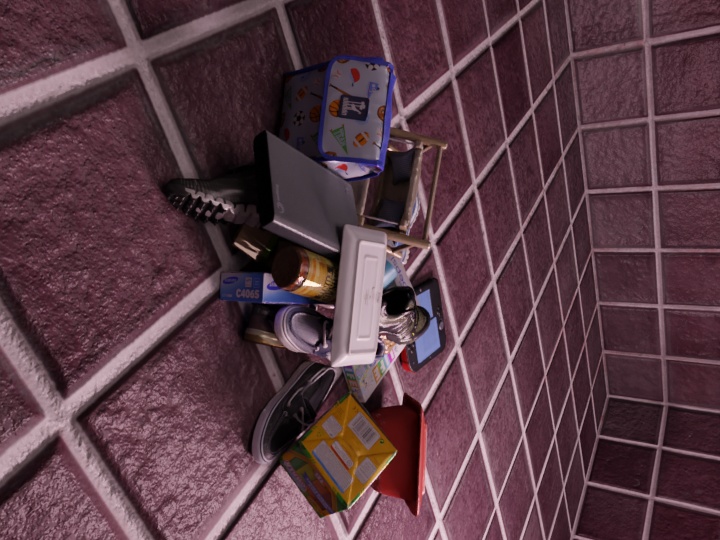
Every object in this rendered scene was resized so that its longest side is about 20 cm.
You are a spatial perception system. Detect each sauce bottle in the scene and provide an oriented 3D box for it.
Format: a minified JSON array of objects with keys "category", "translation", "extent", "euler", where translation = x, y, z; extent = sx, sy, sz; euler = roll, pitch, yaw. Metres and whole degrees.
[{"category":"sauce bottle","translation":[-0.050,0.015,0.879],"extent":[0.198,0.064,0.069],"euler":[18,77,-54]}]

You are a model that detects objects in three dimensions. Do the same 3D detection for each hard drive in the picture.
[{"category":"hard drive","translation":[-0.073,-0.097,0.846],"extent":[0.198,0.032,0.144],"euler":[24,51,-50]}]

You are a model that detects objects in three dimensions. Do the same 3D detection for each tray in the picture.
[{"category":"tray","translation":[0.004,0.040,0.875],"extent":[0.106,0.022,0.209],"euler":[5,90,-53]}]

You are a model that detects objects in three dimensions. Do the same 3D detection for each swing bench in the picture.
[{"category":"swing bench","translation":[0.031,-0.153,1.041],"extent":[0.194,0.129,0.207],"euler":[17,75,-22]}]

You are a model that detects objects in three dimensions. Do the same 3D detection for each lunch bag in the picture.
[{"category":"lunch bag","translation":[-0.037,-0.238,0.935],"extent":[0.122,0.194,0.177],"euler":[17,78,-54]}]

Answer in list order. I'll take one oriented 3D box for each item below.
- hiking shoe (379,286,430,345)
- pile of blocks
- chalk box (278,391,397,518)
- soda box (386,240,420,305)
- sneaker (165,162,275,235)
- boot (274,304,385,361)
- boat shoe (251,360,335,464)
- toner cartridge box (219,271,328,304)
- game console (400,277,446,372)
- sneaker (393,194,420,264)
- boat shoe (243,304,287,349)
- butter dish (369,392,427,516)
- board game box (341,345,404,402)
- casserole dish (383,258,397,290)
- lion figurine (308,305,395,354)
[{"category":"hiking shoe","translation":[0.075,0.076,1.030],"extent":[0.196,0.100,0.078],"euler":[6,54,-46]},{"category":"pile of blocks","translation":[-0.110,-0.036,0.917],"extent":[0.193,0.062,0.086],"euler":[9,85,-25]},{"category":"chalk box","translation":[-0.048,0.310,0.959],"extent":[0.125,0.201,0.123],"euler":[47,57,8]},{"category":"soda box","translation":[0.058,0.033,1.152],"extent":[0.206,0.067,0.063],"euler":[66,29,-9]},{"category":"sneaker","translation":[-0.176,-0.112,0.823],"extent":[0.194,0.066,0.094],"euler":[10,68,-30]},{"category":"boot","translation":[-0.043,0.100,0.917],"extent":[0.198,0.088,0.076],"euler":[28,61,-51]},{"category":"boat shoe","translation":[-0.104,0.234,0.967],"extent":[0.201,0.066,0.074],"euler":[-51,131,-42]},{"category":"toner cartridge box","translation":[-0.117,0.029,0.917],"extent":[0.197,0.092,0.045],"euler":[6,85,-57]},{"category":"game console","translation":[0.147,0.127,1.374],"extent":[0.198,0.030,0.184],"euler":[-22,109,-55]},{"category":"sneaker","translation":[0.070,-0.109,1.208],"extent":[0.088,0.076,0.208],"euler":[20,75,-57]},{"category":"boat shoe","translation":[-0.105,0.096,0.956],"extent":[0.198,0.071,0.067],"euler":[17,82,-55]},{"category":"butter dish","translation":[0.047,0.352,1.145],"extent":[0.199,0.142,0.209],"euler":[144,-51,-83]},{"category":"board game box","translation":[0.027,0.147,1.191],"extent":[0.200,0.033,0.138],"euler":[-47,129,-45]},{"category":"casserole dish","translation":[0.000,0.000,1.032],"extent":[0.039,0.120,0.200],"euler":[-53,177,-16]},{"category":"lion figurine","translation":[-0.008,0.081,1.073],"extent":[0.203,0.071,0.123],"euler":[54,32,-8]}]
